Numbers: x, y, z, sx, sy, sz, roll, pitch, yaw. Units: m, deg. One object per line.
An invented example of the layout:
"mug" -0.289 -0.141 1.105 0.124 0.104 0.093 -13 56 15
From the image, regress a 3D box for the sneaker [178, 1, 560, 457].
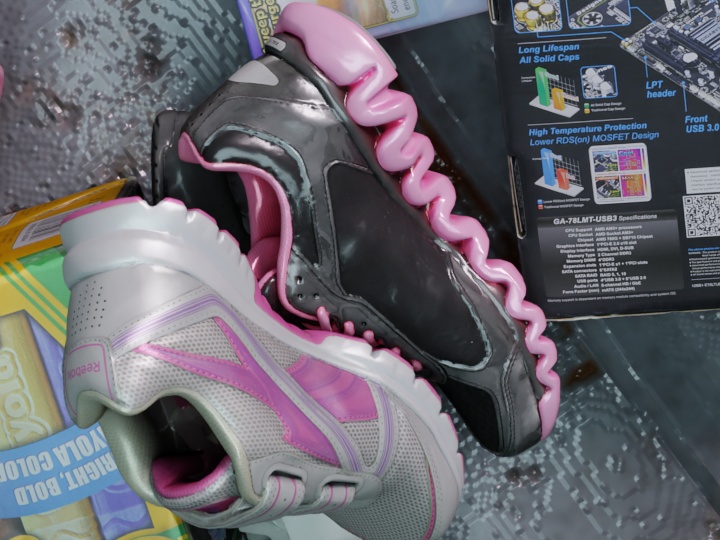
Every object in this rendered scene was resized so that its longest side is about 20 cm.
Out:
"sneaker" 0.000 0.000 1.100 0.095 0.079 0.201 -39 108 -17

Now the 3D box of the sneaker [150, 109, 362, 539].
"sneaker" -0.028 0.021 1.154 0.088 0.074 0.201 -15 113 6

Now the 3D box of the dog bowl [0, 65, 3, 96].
"dog bowl" -0.222 -0.082 1.081 0.199 0.200 0.074 28 91 -4

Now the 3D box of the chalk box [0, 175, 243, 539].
"chalk box" -0.123 0.084 1.145 0.123 0.125 0.201 -15 102 7

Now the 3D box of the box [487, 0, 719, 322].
"box" 0.149 -0.083 1.076 0.199 0.050 0.200 -4 116 11

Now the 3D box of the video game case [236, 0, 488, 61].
"video game case" 0.021 -0.197 1.105 0.180 0.045 0.201 -14 103 6

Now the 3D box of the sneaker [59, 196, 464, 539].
"sneaker" -0.043 0.060 1.057 0.081 0.089 0.200 -19 136 43
